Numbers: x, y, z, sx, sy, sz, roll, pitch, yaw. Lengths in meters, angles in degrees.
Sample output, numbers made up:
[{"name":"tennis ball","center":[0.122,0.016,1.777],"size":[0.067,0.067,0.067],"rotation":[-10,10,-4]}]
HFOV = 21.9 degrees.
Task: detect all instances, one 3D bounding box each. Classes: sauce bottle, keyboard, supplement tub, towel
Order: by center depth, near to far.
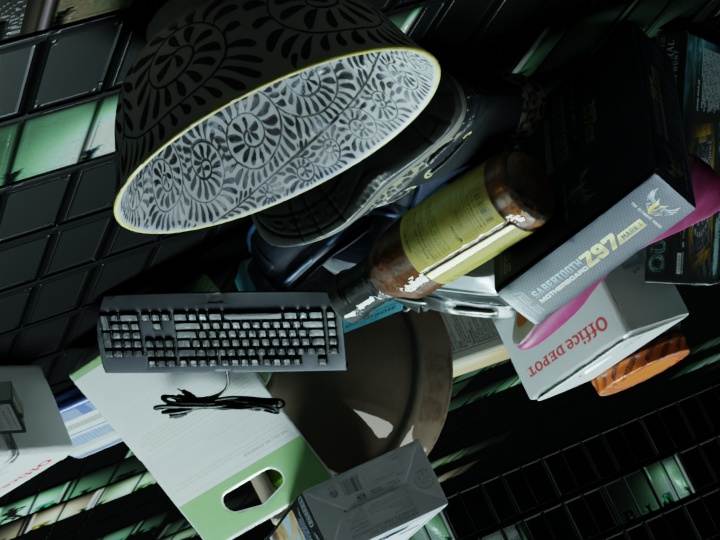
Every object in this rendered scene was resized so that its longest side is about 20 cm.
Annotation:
[{"name":"sauce bottle","center":[0.054,-0.021,1.386],"size":[0.200,0.066,0.066],"rotation":[-30,166,36]},{"name":"keyboard","center":[-0.109,0.071,1.489],"size":[0.199,0.021,0.128],"rotation":[-1,125,7]},{"name":"supplement tub","center":[0.226,0.009,1.767],"size":[0.122,0.201,0.123],"rotation":[-23,166,-6]},{"name":"towel","center":[-0.237,0.132,1.775],"size":[0.146,0.024,0.200],"rotation":[-24,164,1]}]

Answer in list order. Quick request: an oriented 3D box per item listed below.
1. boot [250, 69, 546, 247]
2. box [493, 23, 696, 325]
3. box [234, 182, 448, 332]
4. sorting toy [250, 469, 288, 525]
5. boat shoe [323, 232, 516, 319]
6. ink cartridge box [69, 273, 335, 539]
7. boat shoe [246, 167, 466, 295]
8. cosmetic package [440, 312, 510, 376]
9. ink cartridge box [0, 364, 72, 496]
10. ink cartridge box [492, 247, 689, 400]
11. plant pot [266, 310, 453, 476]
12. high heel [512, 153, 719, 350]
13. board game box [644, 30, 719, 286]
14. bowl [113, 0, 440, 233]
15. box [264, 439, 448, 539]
[{"name":"boot","center":[0.030,-0.082,1.360],"size":[0.203,0.074,0.153],"rotation":[-33,167,34]},{"name":"box","center":[0.170,-0.075,1.396],"size":[0.051,0.201,0.157],"rotation":[38,122,-25]},{"name":"box","center":[0.000,0.000,1.586],"size":[0.199,0.083,0.049],"rotation":[-22,165,-17]},{"name":"sorting toy","center":[-0.079,0.154,1.795],"size":[0.036,0.186,0.200],"rotation":[-33,165,15]},{"name":"boat shoe","center":[0.047,0.005,1.505],"size":[0.199,0.071,0.072],"rotation":[13,-134,35]},{"name":"ink cartridge box","center":[-0.129,0.121,1.565],"size":[0.145,0.200,0.048],"rotation":[-32,-165,24]},{"name":"boat shoe","center":[0.010,-0.044,1.468],"size":[0.199,0.069,0.084],"rotation":[-29,166,12]},{"name":"cosmetic package","center":[0.112,0.047,1.911],"size":[0.199,0.106,0.071],"rotation":[-15,163,-33]},{"name":"ink cartridge box","center":[-0.351,0.144,1.488],"size":[0.145,0.084,0.200],"rotation":[-31,165,22]},{"name":"ink cartridge box","center":[0.171,-0.010,1.598],"size":[0.082,0.201,0.146],"rotation":[-14,163,-39]},{"name":"plant pot","center":[-0.042,0.095,1.689],"size":[0.174,0.201,0.200],"rotation":[11,144,-41]},{"name":"high heel","center":[0.201,-0.007,1.437],"size":[0.201,0.096,0.067],"rotation":[-57,-158,-3]},{"name":"board game box","center":[0.271,-0.089,1.527],"size":[0.028,0.201,0.135],"rotation":[4,180,27]},{"name":"bowl","center":[-0.064,-0.109,1.046],"size":[0.200,0.095,0.201],"rotation":[-24,165,-7]},{"name":"box","center":[-0.007,0.217,1.602],"size":[0.116,0.060,0.200],"rotation":[-22,167,-19]}]
